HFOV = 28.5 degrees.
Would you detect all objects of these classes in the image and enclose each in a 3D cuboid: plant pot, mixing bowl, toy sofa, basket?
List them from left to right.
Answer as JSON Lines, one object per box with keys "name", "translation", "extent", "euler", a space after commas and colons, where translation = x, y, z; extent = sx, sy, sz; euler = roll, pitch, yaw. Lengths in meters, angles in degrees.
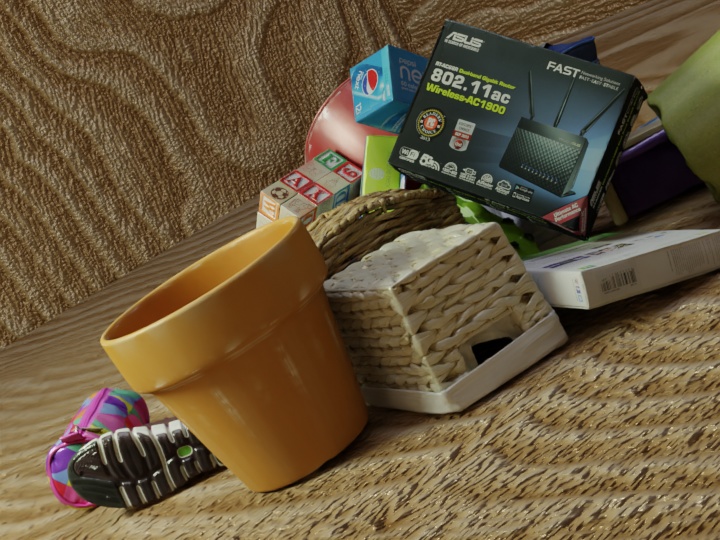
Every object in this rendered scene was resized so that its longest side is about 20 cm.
{"name": "plant pot", "translation": [-0.092, 0.082, 1.229], "extent": [0.200, 0.183, 0.200], "euler": [-30, 12, 7]}
{"name": "basket", "translation": [0.000, 0.000, 1.411], "extent": [0.200, 0.143, 0.149], "euler": [-29, 12, -18]}
{"name": "mixing bowl", "translation": [0.047, -0.134, 1.657], "extent": [0.200, 0.200, 0.108], "euler": [-29, 50, -13]}
{"name": "basket", "translation": [0.063, 0.039, 1.252], "extent": [0.135, 0.123, 0.200], "euler": [-31, 11, -21]}
{"name": "toy sofa", "translation": [0.341, -0.126, 1.488], "extent": [0.200, 0.083, 0.098], "euler": [-26, 7, 5]}
{"name": "plant pot", "translation": [0.384, -0.164, 1.349], "extent": [0.184, 0.200, 0.200], "euler": [-36, 7, 16]}

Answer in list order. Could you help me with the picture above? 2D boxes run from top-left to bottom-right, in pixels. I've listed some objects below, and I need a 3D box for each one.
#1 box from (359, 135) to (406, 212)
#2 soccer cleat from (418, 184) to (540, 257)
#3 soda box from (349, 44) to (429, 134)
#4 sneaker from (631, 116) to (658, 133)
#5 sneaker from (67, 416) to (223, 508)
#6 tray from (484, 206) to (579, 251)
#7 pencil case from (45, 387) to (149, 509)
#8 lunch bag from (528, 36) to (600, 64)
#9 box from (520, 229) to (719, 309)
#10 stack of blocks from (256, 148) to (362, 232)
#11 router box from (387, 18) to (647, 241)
{"name": "box", "translation": [0.021, -0.051, 1.549], "extent": [0.048, 0.200, 0.122], "euler": [4, 49, -1]}
{"name": "soccer cleat", "translation": [0.123, -0.022, 1.462], "extent": [0.067, 0.081, 0.200], "euler": [-15, 41, -29]}
{"name": "soda box", "translation": [0.085, -0.182, 1.558], "extent": [0.200, 0.068, 0.064], "euler": [11, -26, -39]}
{"name": "sneaker", "translation": [0.357, -0.156, 1.631], "extent": [0.200, 0.078, 0.090], "euler": [-26, 6, 4]}
{"name": "sneaker", "translation": [-0.181, 0.172, 1.395], "extent": [0.200, 0.076, 0.116], "euler": [-16, 6, 4]}
{"name": "tray", "translation": [0.162, -0.066, 1.530], "extent": [0.107, 0.022, 0.200], "euler": [-26, 43, 2]}
{"name": "pencil case", "translation": [-0.278, 0.185, 1.518], "extent": [0.088, 0.088, 0.200], "euler": [-26, 9, 3]}
{"name": "lunch bag", "translation": [0.169, -0.164, 1.454], "extent": [0.136, 0.132, 0.200], "euler": [-16, 9, 36]}
{"name": "box", "translation": [0.210, -0.002, 1.254], "extent": [0.144, 0.036, 0.200], "euler": [-16, 7, -19]}
{"name": "stack of blocks", "translation": [-0.063, -0.027, 1.630], "extent": [0.115, 0.059, 0.200], "euler": [-37, -30, -37]}
{"name": "router box", "translation": [0.144, -0.132, 1.316], "extent": [0.200, 0.150, 0.062], "euler": [21, -3, 22]}
